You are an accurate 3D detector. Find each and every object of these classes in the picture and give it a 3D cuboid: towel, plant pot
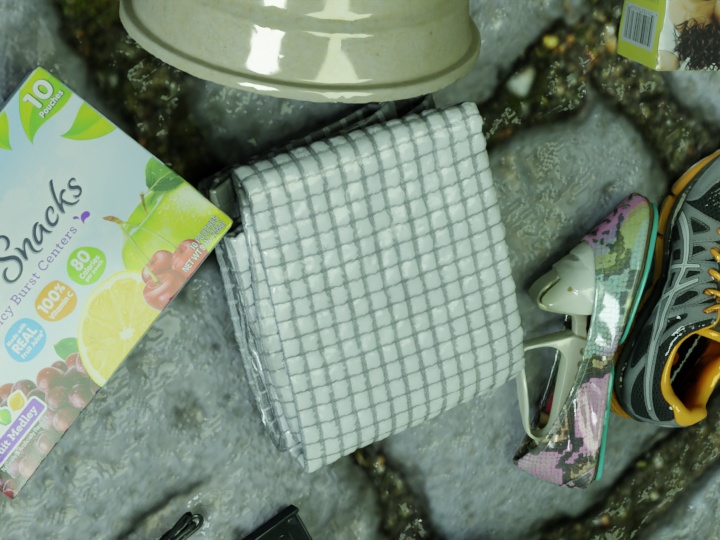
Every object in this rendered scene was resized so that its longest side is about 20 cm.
[{"bbox_3d":[0.000,0.000,1.526,0.166,0.086,0.200,-22,116,-17],"label":"towel"},{"bbox_3d":[-0.021,-0.214,1.349,0.200,0.200,0.184,-7,121,-27],"label":"plant pot"}]

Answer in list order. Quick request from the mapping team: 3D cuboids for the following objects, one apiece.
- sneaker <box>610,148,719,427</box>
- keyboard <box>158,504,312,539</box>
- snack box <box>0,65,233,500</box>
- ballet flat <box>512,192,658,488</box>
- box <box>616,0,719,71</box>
[{"bbox_3d":[0.229,0.014,1.659,0.078,0.077,0.200,17,97,-30],"label":"sneaker"},{"bbox_3d":[-0.117,0.211,1.573,0.200,0.021,0.127,-36,126,-15],"label":"keyboard"},{"bbox_3d":[-0.189,0.006,1.416,0.142,0.053,0.200,38,86,-9],"label":"snack box"},{"bbox_3d":[0.138,0.045,1.632,0.071,0.069,0.200,9,104,-11],"label":"ballet flat"},{"bbox_3d":[0.265,-0.167,1.630,0.200,0.050,0.075,-3,109,-28],"label":"box"}]
